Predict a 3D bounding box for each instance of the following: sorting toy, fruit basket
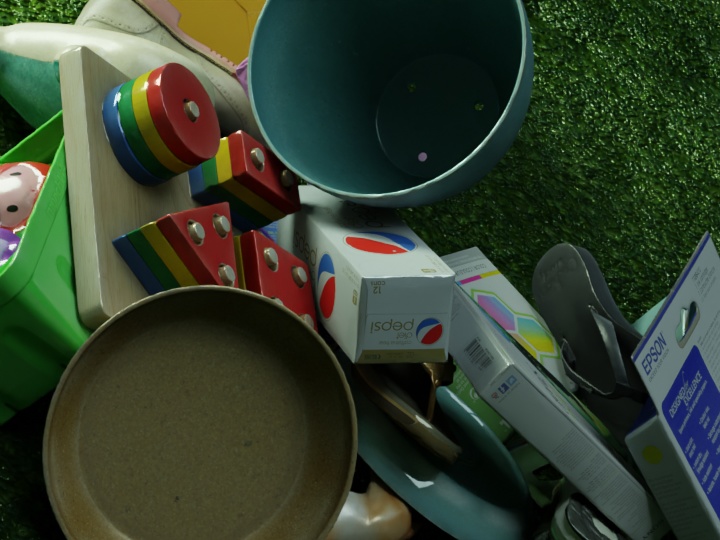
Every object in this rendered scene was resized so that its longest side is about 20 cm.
[{"bbox_3d":[-0.106,-0.032,1.530,0.199,0.069,0.201,34,40,-51],"label":"sorting toy"},{"bbox_3d":[-0.259,-0.026,1.478,0.215,0.155,0.216,40,30,-30],"label":"fruit basket"}]

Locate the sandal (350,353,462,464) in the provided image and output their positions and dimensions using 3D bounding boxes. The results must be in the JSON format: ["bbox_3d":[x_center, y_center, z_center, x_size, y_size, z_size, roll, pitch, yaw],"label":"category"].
[{"bbox_3d":[0.036,0.062,1.606,0.080,0.054,0.200,35,17,-20],"label":"sandal"}]

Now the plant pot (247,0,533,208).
[{"bbox_3d":[0.037,-0.128,1.630,0.201,0.200,0.135,53,6,24],"label":"plant pot"}]

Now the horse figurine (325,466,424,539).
[{"bbox_3d":[-0.026,0.156,1.549,0.199,0.050,0.133,4,38,-38],"label":"horse figurine"}]

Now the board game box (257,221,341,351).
[{"bbox_3d":[-0.077,0.001,1.697,0.199,0.045,0.135,4,45,-41],"label":"board game box"}]

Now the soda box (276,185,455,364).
[{"bbox_3d":[0.000,0.000,1.587,0.068,0.064,0.200,-1,19,-18],"label":"soda box"}]

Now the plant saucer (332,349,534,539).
[{"bbox_3d":[0.052,0.121,1.639,0.200,0.027,0.200,38,17,-14],"label":"plant saucer"}]

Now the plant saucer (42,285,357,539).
[{"bbox_3d":[-0.101,0.107,1.443,0.199,0.201,0.035,26,-1,-18],"label":"plant saucer"}]

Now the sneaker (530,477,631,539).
[{"bbox_3d":[0.142,0.198,1.638,0.077,0.089,0.200,46,7,7],"label":"sneaker"}]

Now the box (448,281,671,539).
[{"bbox_3d":[0.127,0.096,1.610,0.200,0.036,0.144,45,6,-33],"label":"box"}]

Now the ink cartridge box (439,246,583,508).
[{"bbox_3d":[0.112,0.077,1.768,0.200,0.059,0.104,49,29,16],"label":"ink cartridge box"}]

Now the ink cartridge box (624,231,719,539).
[{"bbox_3d":[0.247,0.105,1.647,0.201,0.047,0.198,60,34,-13],"label":"ink cartridge box"}]

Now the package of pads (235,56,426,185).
[{"bbox_3d":[-0.013,-0.116,1.805,0.121,0.075,0.200,58,12,12],"label":"package of pads"}]

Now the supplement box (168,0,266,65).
[{"bbox_3d":[-0.061,-0.254,1.951,0.197,0.133,0.200,45,33,12],"label":"supplement box"}]

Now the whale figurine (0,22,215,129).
[{"bbox_3d":[-0.208,-0.123,1.691,0.199,0.105,0.159,15,-3,-2],"label":"whale figurine"}]

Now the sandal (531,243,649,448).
[{"bbox_3d":[0.176,0.060,1.737,0.043,0.076,0.200,14,31,-40],"label":"sandal"}]

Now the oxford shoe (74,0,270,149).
[{"bbox_3d":[-0.141,-0.141,1.816,0.200,0.070,0.075,41,64,-4],"label":"oxford shoe"}]

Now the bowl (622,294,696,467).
[{"bbox_3d":[0.258,0.105,1.799,0.200,0.105,0.202,30,51,-47],"label":"bowl"}]
